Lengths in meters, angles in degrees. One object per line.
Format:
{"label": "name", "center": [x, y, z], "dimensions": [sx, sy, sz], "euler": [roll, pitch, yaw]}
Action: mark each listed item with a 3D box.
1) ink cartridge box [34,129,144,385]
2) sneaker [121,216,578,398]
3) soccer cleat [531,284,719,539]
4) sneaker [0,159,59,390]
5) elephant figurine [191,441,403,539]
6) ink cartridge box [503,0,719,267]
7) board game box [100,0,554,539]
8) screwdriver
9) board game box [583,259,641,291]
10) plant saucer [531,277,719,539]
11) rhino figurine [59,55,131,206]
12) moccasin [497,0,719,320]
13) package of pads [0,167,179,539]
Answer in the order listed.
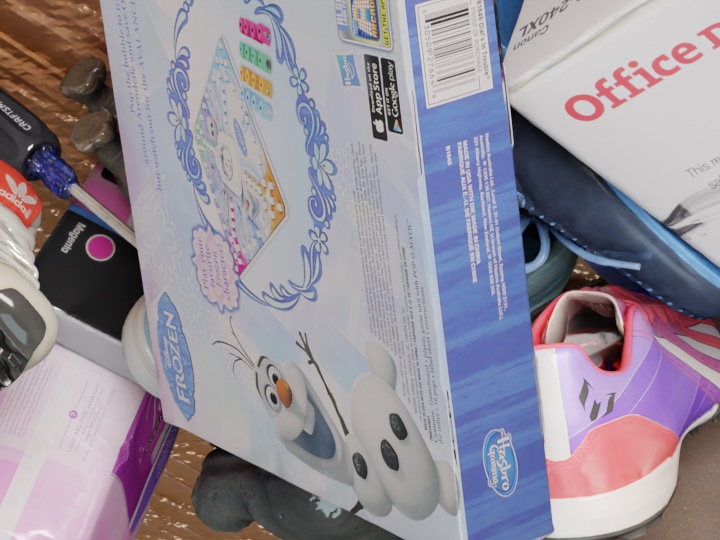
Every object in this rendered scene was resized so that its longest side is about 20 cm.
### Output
{"label": "ink cartridge box", "center": [-0.041, 0.023, 1.077], "dimensions": [0.200, 0.095, 0.037], "euler": [28, 152, 3]}
{"label": "sneaker", "center": [0.000, 0.000, 1.025], "dimensions": [0.200, 0.074, 0.082], "euler": [-15, 160, -24]}
{"label": "soccer cleat", "center": [0.095, 0.032, 0.918], "dimensions": [0.068, 0.200, 0.073], "euler": [-6, 106, 19]}
{"label": "sneaker", "center": [-0.161, -0.010, 0.999], "dimensions": [0.070, 0.093, 0.200], "euler": [53, 158, -22]}
{"label": "elephant figurine", "center": [0.028, 0.099, 1.209], "dimensions": [0.141, 0.155, 0.200], "euler": [-29, 134, 33]}
{"label": "ink cartridge box", "center": [0.167, -0.059, 0.812], "dimensions": [0.200, 0.084, 0.145], "euler": [36, 138, -24]}
{"label": "board game box", "center": [-0.017, -0.020, 0.866], "dimensions": [0.043, 0.201, 0.199], "euler": [-19, -158, -31]}
{"label": "screwdriver", "center": [-0.111, -0.026, 1.028], "dimensions": [0.029, 0.028, 0.200], "euler": [6, -154, -47]}
{"label": "board game box", "center": [0.173, -0.037, 0.953], "dimensions": [0.199, 0.039, 0.158], "euler": [8, 147, 10]}
{"label": "plant saucer", "center": [0.143, 0.065, 0.986], "dimensions": [0.200, 0.200, 0.032], "euler": [8, 128, 15]}
{"label": "rhino figurine", "center": [-0.031, -0.052, 1.001], "dimensions": [0.200, 0.060, 0.087], "euler": [-3, 145, 41]}
{"label": "moccasin", "center": [0.058, -0.054, 0.886], "dimensions": [0.200, 0.080, 0.068], "euler": [45, 127, 6]}
{"label": "package of pads", "center": [-0.124, 0.063, 1.130], "dimensions": [0.075, 0.200, 0.121], "euler": [18, 152, 6]}
